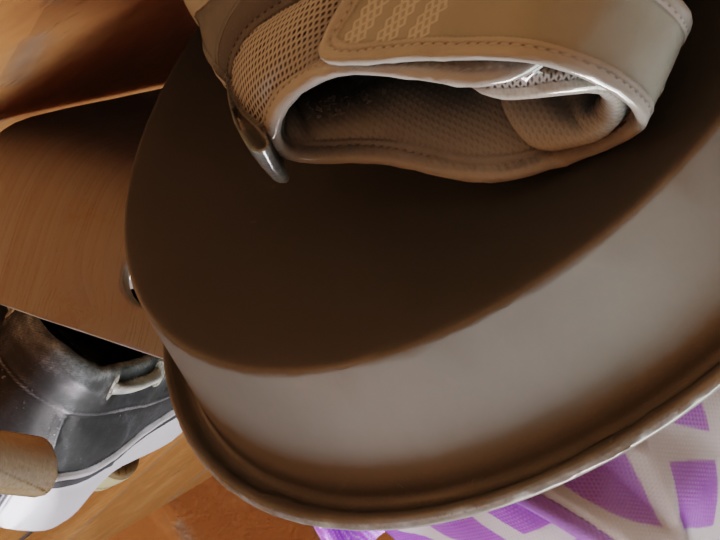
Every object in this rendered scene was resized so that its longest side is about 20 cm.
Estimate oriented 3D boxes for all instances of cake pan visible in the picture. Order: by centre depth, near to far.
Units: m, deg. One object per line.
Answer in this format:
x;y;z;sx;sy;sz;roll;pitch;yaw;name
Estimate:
0.030;-0.039;0.605;0.200;0.037;0.201;-27;-143;22;cake pan

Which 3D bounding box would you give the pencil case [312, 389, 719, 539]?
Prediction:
0.070;-0.015;0.638;0.200;0.085;0.084;-60;149;-25;pencil case

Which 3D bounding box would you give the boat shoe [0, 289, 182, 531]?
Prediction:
-0.074;0.011;0.870;0.068;0.074;0.199;-54;174;19;boat shoe

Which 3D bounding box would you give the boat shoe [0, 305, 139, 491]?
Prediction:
-0.128;0.048;0.933;0.065;0.072;0.200;-24;175;13;boat shoe

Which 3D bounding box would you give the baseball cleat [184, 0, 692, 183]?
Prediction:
0.059;-0.082;0.544;0.200;0.107;0.070;-34;141;16;baseball cleat

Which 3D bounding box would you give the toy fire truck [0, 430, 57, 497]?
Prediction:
-0.174;0.062;0.524;0.200;0.129;0.176;-46;171;17;toy fire truck

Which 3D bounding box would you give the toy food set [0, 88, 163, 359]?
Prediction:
0.000;0.000;0.767;0.200;0.143;0.061;-24;129;-66;toy food set
